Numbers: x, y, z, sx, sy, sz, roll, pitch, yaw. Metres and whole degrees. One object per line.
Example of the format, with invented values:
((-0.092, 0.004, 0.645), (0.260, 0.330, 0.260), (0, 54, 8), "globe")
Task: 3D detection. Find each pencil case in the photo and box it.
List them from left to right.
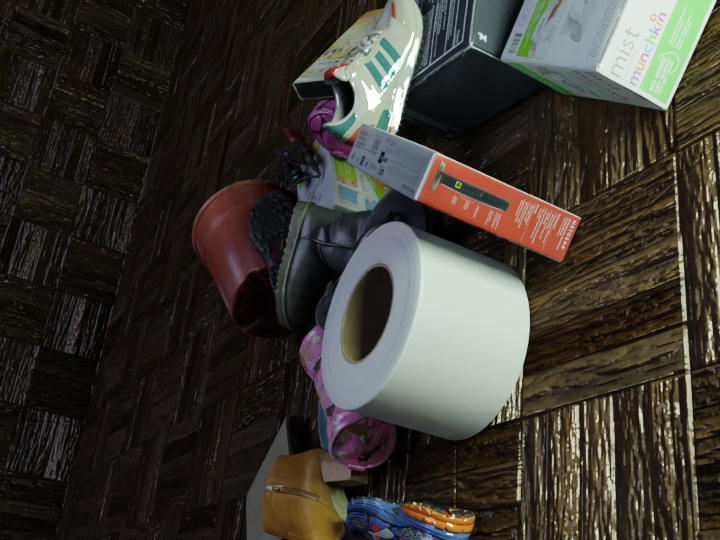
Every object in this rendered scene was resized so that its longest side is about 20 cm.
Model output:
((-0.018, 0.146, 1.017), (0.201, 0.082, 0.087), (-117, 7, -57), "pencil case")
((0.006, -0.241, 1.206), (0.090, 0.094, 0.200), (15, 49, 29), "pencil case")

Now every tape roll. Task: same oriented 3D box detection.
((0.063, 0.065, 0.900), (0.203, 0.138, 0.205), (-43, 37, 45), "tape roll")

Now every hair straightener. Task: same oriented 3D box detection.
((-0.094, -0.154, 1.251), (0.078, 0.041, 0.200), (-66, 26, 12), "hair straightener")

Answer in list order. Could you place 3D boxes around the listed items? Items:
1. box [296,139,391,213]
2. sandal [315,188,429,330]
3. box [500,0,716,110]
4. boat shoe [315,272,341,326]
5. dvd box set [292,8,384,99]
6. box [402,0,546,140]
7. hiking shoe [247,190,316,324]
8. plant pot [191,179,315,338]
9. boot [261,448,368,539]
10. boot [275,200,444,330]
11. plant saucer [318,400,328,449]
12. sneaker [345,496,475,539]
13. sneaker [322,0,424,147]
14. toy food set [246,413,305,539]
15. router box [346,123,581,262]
((-0.020, -0.101, 1.219), (0.102, 0.111, 0.201), (-56, 28, 33), "box")
((0.016, -0.007, 0.994), (0.076, 0.043, 0.202), (33, 99, 19), "sandal")
((0.247, -0.273, 0.809), (0.202, 0.096, 0.176), (-67, 25, 7), "box")
((0.001, 0.012, 1.130), (0.201, 0.071, 0.065), (-58, 11, 31), "boat shoe")
((0.016, -0.305, 1.169), (0.145, 0.030, 0.201), (5, 44, 39), "dvd box set")
((0.132, -0.294, 1.028), (0.198, 0.122, 0.203), (-22, 55, 60), "box")
((-0.110, -0.019, 1.226), (0.101, 0.075, 0.202), (72, -178, -60), "hiking shoe")
((-0.158, -0.009, 1.369), (0.202, 0.199, 0.196), (-58, 35, 25), "plant pot")
((-0.061, 0.314, 1.008), (0.143, 0.071, 0.203), (-17, 54, 35), "boot")
((-0.001, 0.001, 1.060), (0.072, 0.198, 0.184), (-2, -78, -72), "boot")
((0.003, 0.151, 1.096), (0.200, 0.027, 0.202), (-44, 35, 43), "plant saucer")
((0.039, 0.278, 0.878), (0.199, 0.075, 0.079), (-21, 57, 61), "sneaker")
((0.010, -0.240, 0.995), (0.070, 0.092, 0.202), (5, 80, 63), "sneaker")
((-0.104, 0.313, 1.180), (0.145, 0.060, 0.200), (-63, 17, 18), "toy food set")
((0.100, -0.085, 0.881), (0.049, 0.178, 0.200), (-66, 24, 8), "router box")
